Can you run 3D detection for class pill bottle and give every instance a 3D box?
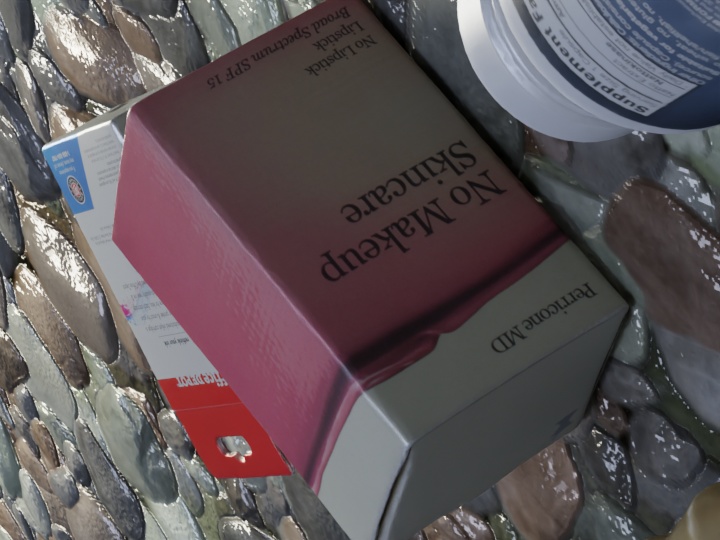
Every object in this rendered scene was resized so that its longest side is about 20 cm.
[{"bbox_3d":[0.110,-0.110,0.869,0.120,0.119,0.200,59,156,0],"label":"pill bottle"}]

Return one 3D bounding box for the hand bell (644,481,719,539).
[{"bbox_3d":[0.162,0.077,1.042,0.104,0.104,0.201,45,140,29],"label":"hand bell"}]

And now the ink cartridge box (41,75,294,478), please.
[{"bbox_3d":[-0.077,0.005,1.409,0.201,0.067,0.116,63,156,-7],"label":"ink cartridge box"}]

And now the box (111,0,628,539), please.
[{"bbox_3d":[0.000,0.000,1.186,0.200,0.127,0.109,49,152,20],"label":"box"}]
